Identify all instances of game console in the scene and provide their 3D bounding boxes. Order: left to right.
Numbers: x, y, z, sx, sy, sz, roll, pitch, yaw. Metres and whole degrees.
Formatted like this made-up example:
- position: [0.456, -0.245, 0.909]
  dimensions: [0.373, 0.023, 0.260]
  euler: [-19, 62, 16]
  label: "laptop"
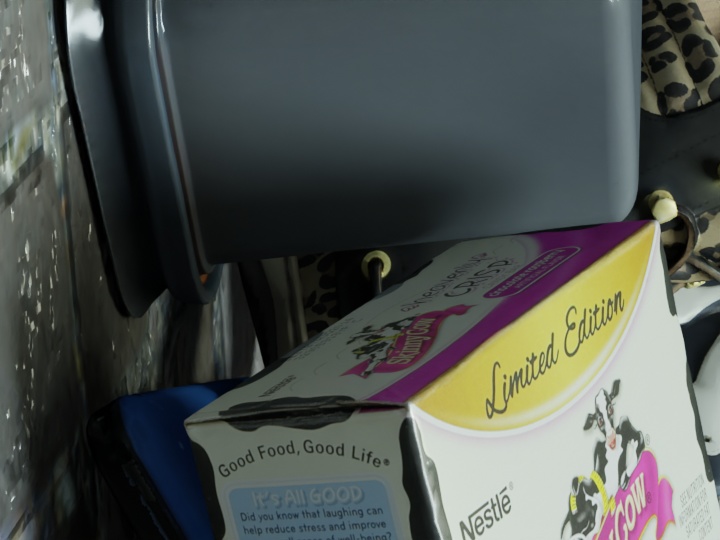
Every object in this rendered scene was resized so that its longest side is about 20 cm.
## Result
- position: [-0.045, 0.131, 0.730]
  dimensions: [0.171, 0.118, 0.200]
  euler: [58, 6, 5]
  label: "game console"

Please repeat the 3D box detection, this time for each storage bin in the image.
- position: [0.007, -0.098, 0.719]
  dimensions: [0.201, 0.133, 0.146]
  euler: [-84, 169, -47]
  label: "storage bin"

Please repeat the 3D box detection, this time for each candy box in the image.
- position: [0.040, 0.103, 0.632]
  dimensions: [0.136, 0.061, 0.201]
  euler: [-33, 112, -56]
  label: "candy box"

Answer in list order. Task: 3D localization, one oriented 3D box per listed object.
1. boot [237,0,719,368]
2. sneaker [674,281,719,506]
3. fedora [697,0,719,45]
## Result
- position: [0.051, 0.013, 0.752]
  dimensions: [0.073, 0.150, 0.201]
  euler: [60, 10, -58]
  label: "boot"
- position: [0.129, 0.061, 0.872]
  dimensions: [0.080, 0.198, 0.130]
  euler: [120, -18, -49]
  label: "sneaker"
- position: [0.092, -0.109, 0.978]
  dimensions: [0.082, 0.199, 0.202]
  euler: [-117, -160, -63]
  label: "fedora"
